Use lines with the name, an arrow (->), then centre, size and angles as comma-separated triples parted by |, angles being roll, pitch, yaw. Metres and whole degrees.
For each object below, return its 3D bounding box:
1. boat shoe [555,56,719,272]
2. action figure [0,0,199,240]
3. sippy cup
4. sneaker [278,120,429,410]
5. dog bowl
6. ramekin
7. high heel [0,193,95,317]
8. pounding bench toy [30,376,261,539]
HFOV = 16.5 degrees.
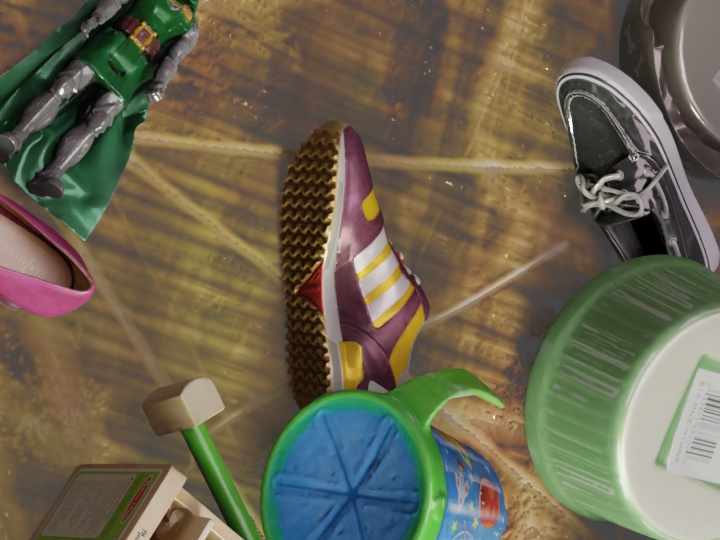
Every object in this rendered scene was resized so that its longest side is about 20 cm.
boat shoe -> 0.190, -0.057, 1.795 | 0.068, 0.073, 0.200 | -49, 121, -42
action figure -> -0.158, -0.131, 1.586 | 0.118, 0.055, 0.200 | 46, 59, -18
sippy cup -> 0.025, 0.154, 1.629 | 0.130, 0.178, 0.140 | 20, 53, -53
sneaker -> 0.000, 0.000, 1.666 | 0.090, 0.075, 0.201 | -1, 95, -31
dog bowl -> 0.278, -0.157, 1.871 | 0.200, 0.059, 0.201 | 4, 83, -33
ramekin -> 0.224, 0.097, 1.754 | 0.200, 0.098, 0.201 | -9, 109, -29
high heel -> -0.247, -0.041, 1.490 | 0.200, 0.096, 0.067 | 47, 63, -21
pounding bench toy -> -0.105, 0.186, 1.546 | 0.156, 0.124, 0.200 | 42, 65, -23
